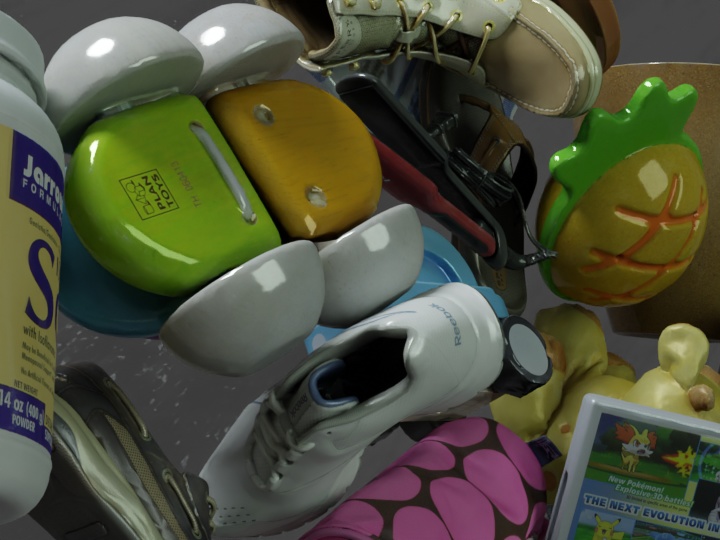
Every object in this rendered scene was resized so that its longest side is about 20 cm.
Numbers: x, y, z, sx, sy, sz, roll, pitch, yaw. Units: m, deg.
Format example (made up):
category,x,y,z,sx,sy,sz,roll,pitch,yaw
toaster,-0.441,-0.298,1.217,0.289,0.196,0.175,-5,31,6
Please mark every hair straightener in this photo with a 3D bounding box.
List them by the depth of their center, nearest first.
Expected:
category,x,y,z,sx,sy,sz,roll,pitch,yaw
hair straightener,0.060,-0.066,0.883,0.200,0.041,0.077,33,62,-30

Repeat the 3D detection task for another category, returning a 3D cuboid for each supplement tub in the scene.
category,x,y,z,sx,sy,sz,roll,pitch,yaw
supplement tub,-0.196,-0.001,0.573,0.145,0.145,0.200,19,62,-44

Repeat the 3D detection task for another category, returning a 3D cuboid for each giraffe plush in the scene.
category,x,y,z,sx,sy,sz,roll,pitch,yaw
giraffe plush,0.185,0.105,0.953,0.173,0.162,0.200,57,41,-16

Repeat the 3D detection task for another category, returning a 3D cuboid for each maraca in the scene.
category,x,y,z,sx,sy,sz,roll,pitch,yaw
maraca,0.179,-0.050,0.959,0.137,0.107,0.200,-31,144,-14

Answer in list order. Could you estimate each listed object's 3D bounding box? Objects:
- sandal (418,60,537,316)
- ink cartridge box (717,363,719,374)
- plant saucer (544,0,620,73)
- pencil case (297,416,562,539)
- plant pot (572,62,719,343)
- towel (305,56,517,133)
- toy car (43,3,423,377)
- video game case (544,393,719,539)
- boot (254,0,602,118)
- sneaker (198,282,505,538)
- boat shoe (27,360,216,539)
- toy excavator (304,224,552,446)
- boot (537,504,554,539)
category,x,y,z,sx,sy,sz,roll,pitch,yaw
sandal,0.091,-0.063,0.963,0.082,0.055,0.200,7,72,-44
ink cartridge box,0.307,0.121,1.050,0.200,0.075,0.165,80,24,-70
plant saucer,0.093,-0.202,0.970,0.032,0.200,0.200,-47,115,-11
pencil case,0.040,0.147,0.766,0.094,0.091,0.200,50,30,8
plant pot,0.252,-0.046,1.101,0.186,0.186,0.200,11,83,-47
towel,0.032,-0.138,0.988,0.200,0.024,0.147,44,48,-26
toy car,-0.081,-0.028,0.704,0.200,0.150,0.175,-23,79,-53
video game case,0.202,0.181,0.817,0.200,0.022,0.182,14,95,-8
boot,0.039,-0.149,0.879,0.200,0.072,0.155,41,38,26
sneaker,-0.023,0.072,0.708,0.075,0.200,0.087,56,25,19
boat shoe,-0.100,0.129,0.688,0.073,0.074,0.200,-45,110,-48
toy excavator,0.000,0.000,0.856,0.194,0.100,0.200,6,57,-47
boot,0.206,0.177,0.869,0.200,0.090,0.073,29,20,-10
